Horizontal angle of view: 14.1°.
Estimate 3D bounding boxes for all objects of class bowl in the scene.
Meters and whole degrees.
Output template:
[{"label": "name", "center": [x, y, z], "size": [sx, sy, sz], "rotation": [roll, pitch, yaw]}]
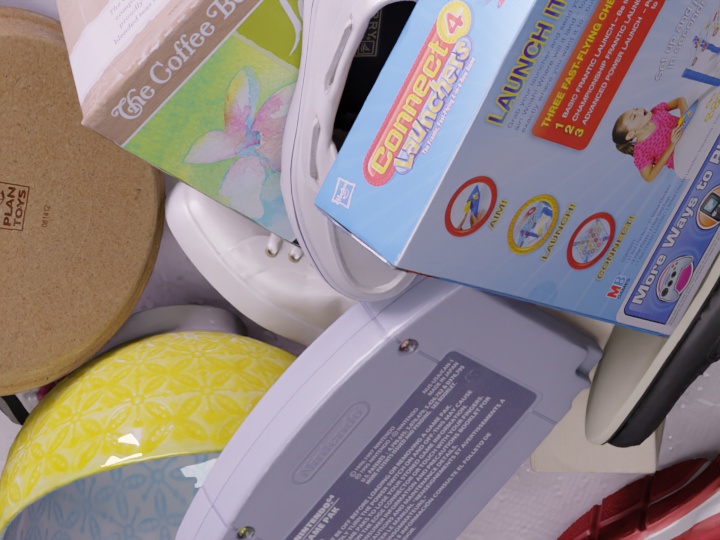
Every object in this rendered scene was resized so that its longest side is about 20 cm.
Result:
[{"label": "bowl", "center": [-0.089, 0.081, 1.456], "size": [0.200, 0.200, 0.108], "rotation": [-17, 64, 16]}]

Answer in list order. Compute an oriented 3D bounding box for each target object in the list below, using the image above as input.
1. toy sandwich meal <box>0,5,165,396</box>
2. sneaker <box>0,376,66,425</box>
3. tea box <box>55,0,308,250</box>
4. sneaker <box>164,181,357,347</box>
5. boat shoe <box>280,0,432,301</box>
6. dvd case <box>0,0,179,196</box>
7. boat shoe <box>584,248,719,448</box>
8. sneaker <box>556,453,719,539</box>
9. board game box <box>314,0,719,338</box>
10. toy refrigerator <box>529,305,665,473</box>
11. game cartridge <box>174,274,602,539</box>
[{"label": "toy sandwich meal", "center": [-0.189, -0.029, 1.393], "size": [0.205, 0.070, 0.206], "rotation": [-3, 95, -31]}, {"label": "sneaker", "center": [-0.223, 0.007, 1.473], "size": [0.087, 0.074, 0.200], "rotation": [-24, 119, 26]}, {"label": "tea box", "center": [-0.001, -0.127, 1.300], "size": [0.196, 0.134, 0.200], "rotation": [29, 118, -33]}, {"label": "sneaker", "center": [0.000, 0.000, 1.439], "size": [0.200, 0.073, 0.085], "rotation": [34, 122, -16]}, {"label": "boat shoe", "center": [0.004, -0.054, 1.230], "size": [0.073, 0.065, 0.200], "rotation": [-11, 133, -6]}, {"label": "dvd case", "center": [-0.151, -0.085, 1.441], "size": [0.199, 0.018, 0.143], "rotation": [-8, 128, 14]}, {"label": "boat shoe", "center": [0.167, 0.009, 1.332], "size": [0.063, 0.074, 0.202], "rotation": [22, 119, -16]}, {"label": "sneaker", "center": [0.193, 0.150, 1.459], "size": [0.200, 0.078, 0.116], "rotation": [-29, 101, 20]}, {"label": "board game box", "center": [0.103, -0.083, 1.206], "size": [0.056, 0.196, 0.200], "rotation": [38, 105, 39]}, {"label": "toy refrigerator", "center": [0.116, -0.008, 1.415], "size": [0.070, 0.076, 0.201], "rotation": [0, 110, 11]}, {"label": "game cartridge", "center": [0.008, 0.085, 1.360], "size": [0.200, 0.041, 0.133], "rotation": [-49, 138, 13]}]
